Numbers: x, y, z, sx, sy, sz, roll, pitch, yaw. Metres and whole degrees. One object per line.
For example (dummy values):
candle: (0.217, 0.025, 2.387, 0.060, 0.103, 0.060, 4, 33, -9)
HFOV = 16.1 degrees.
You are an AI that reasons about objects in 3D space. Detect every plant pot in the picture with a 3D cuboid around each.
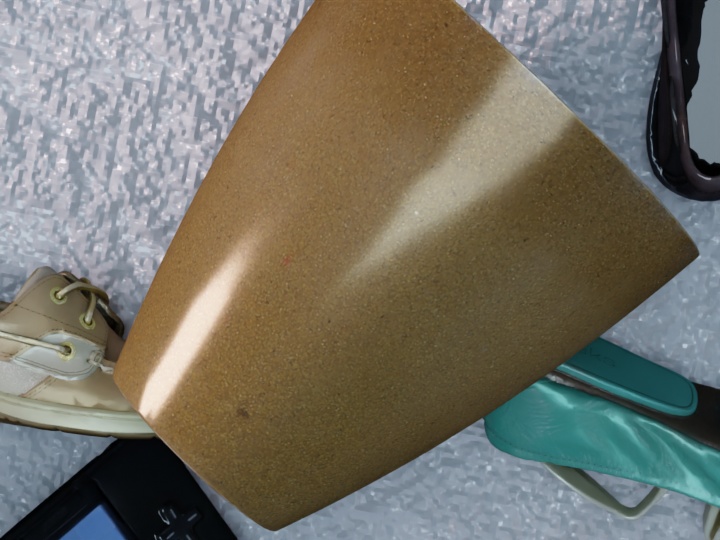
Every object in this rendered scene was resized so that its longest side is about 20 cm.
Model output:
plant pot: (0.000, 0.000, 1.020, 0.186, 0.186, 0.200, 44, 92, -1)

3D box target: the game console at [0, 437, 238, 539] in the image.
game console: (-0.090, 0.185, 1.039, 0.200, 0.116, 0.176, -40, 102, -28)

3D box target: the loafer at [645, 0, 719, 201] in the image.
loafer: (0.157, -0.128, 1.068, 0.071, 0.063, 0.201, 4, 95, 3)

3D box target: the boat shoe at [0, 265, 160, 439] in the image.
boat shoe: (-0.140, 0.031, 1.094, 0.199, 0.074, 0.067, 8, 93, -2)

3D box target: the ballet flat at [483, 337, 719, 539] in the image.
ballet flat: (0.144, 0.081, 1.095, 0.199, 0.067, 0.071, 20, 120, 1)
